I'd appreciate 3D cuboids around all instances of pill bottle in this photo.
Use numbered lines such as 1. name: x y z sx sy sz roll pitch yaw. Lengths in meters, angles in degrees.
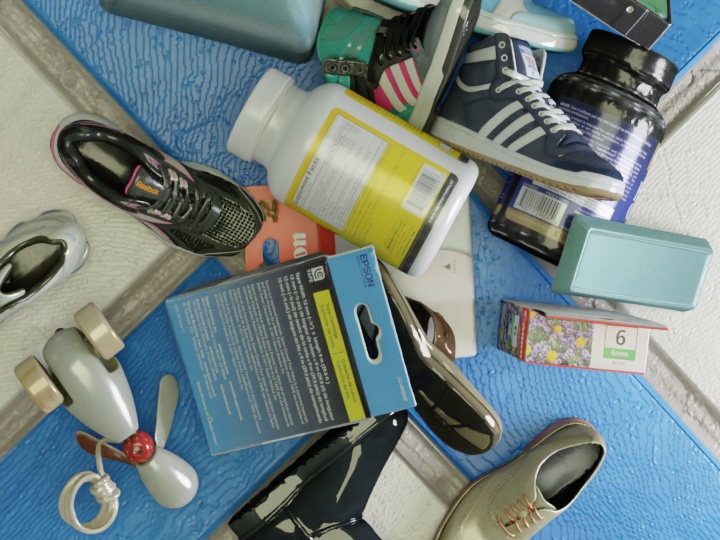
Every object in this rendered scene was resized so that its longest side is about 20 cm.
1. pill bottle: -0.008 -0.088 1.673 0.199 0.112 0.113 30 90 2
2. pill bottle: 0.199 -0.103 1.733 0.111 0.112 0.201 25 91 -7

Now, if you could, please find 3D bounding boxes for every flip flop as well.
1. flip flop: 0.057 0.070 1.709 0.200 0.081 0.058 49 50 -5

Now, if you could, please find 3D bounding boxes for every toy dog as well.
1. toy dog: -0.222 0.117 1.725 0.131 0.096 0.202 -17 110 -8

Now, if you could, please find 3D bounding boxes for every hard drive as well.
1. hard drive: 0.178 -0.284 1.698 0.199 0.140 0.038 29 126 -16

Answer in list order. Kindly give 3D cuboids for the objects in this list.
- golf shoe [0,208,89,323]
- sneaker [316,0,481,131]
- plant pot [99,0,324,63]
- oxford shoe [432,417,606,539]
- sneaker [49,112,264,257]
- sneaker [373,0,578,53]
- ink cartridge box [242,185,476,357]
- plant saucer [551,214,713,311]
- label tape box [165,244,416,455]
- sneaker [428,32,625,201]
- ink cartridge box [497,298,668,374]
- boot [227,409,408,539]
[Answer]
1. golf shoe: -0.324 0.018 1.691 0.200 0.097 0.079 -38 98 -1
2. sneaker: 0.026 -0.196 1.683 0.120 0.200 0.084 27 55 1
3. plant pot: -0.103 -0.295 1.645 0.195 0.200 0.198 14 91 -7
4. oxford shoe: 0.138 0.208 1.763 0.071 0.074 0.200 45 88 -7
5. sneaker: -0.179 -0.067 1.705 0.199 0.086 0.081 23 93 -7
6. sneaker: 0.111 -0.271 1.730 0.198 0.080 0.132 17 93 -8
7. ink cartridge box: 0.000 0.000 1.750 0.198 0.057 0.164 -4 94 -11
8. plant saucer: 0.243 -0.003 1.727 0.199 0.019 0.070 8 102 -47
9. label tape box: -0.053 0.065 1.701 0.198 0.066 0.144 -15 94 20
10. sneaker: 0.150 -0.132 1.659 0.070 0.199 0.109 15 97 -51
11. ink cartridge box: 0.188 0.059 1.696 0.108 0.200 0.051 6 92 -6
12. boot: 0.005 0.227 1.748 0.200 0.076 0.168 -41 95 1
